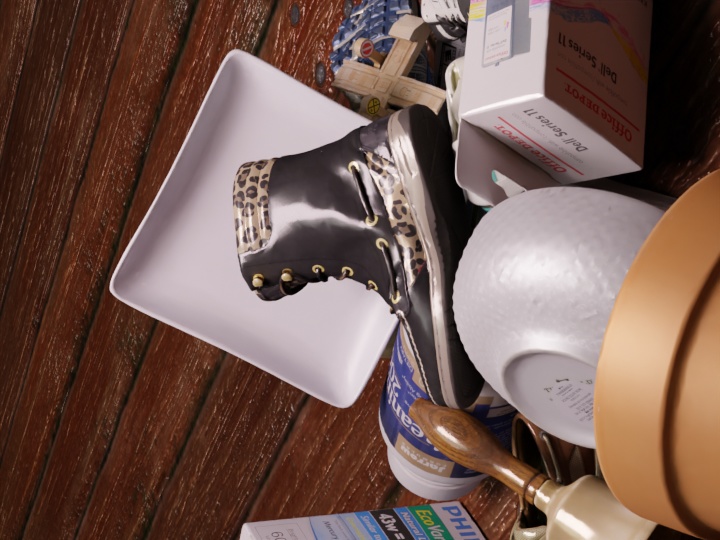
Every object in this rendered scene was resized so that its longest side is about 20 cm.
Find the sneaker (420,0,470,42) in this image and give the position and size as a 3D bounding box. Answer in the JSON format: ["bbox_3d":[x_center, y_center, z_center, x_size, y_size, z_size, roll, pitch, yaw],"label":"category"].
[{"bbox_3d":[0.088,-0.190,1.101,0.088,0.076,0.200,-54,22,25],"label":"sneaker"}]

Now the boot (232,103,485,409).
[{"bbox_3d":[0.000,0.000,1.031,0.150,0.073,0.200,-10,96,28],"label":"boot"}]

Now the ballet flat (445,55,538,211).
[{"bbox_3d":[0.086,-0.113,1.052,0.200,0.069,0.069,-88,10,-60],"label":"ballet flat"}]

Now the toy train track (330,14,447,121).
[{"bbox_3d":[-0.007,-0.104,1.140,0.115,0.033,0.200,24,85,44],"label":"toy train track"}]

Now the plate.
[{"bbox_3d":[-0.049,-0.028,1.107,0.200,0.200,0.032,-62,8,8],"label":"plate"}]

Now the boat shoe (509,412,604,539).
[{"bbox_3d":[0.139,0.188,1.081,0.076,0.074,0.200,-16,79,63],"label":"boat shoe"}]

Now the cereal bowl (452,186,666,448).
[{"bbox_3d":[0.142,0.046,0.924,0.083,0.200,0.200,-58,8,-32],"label":"cereal bowl"}]

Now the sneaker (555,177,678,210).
[{"bbox_3d":[0.142,-0.007,1.042,0.200,0.074,0.116,25,114,51],"label":"sneaker"}]

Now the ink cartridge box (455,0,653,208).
[{"bbox_3d":[0.124,-0.131,0.959,0.067,0.117,0.200,-10,64,40],"label":"ink cartridge box"}]

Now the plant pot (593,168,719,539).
[{"bbox_3d":[0.233,0.056,0.775,0.140,0.200,0.200,20,112,44],"label":"plant pot"}]

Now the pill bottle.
[{"bbox_3d":[0.073,0.090,1.144,0.200,0.111,0.111,102,152,-54],"label":"pill bottle"}]

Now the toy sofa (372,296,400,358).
[{"bbox_3d":[-0.012,-0.033,1.217,0.098,0.083,0.200,-48,58,25],"label":"toy sofa"}]

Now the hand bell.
[{"bbox_3d":[0.112,0.139,1.014,0.200,0.104,0.104,32,125,28],"label":"hand bell"}]

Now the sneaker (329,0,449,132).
[{"bbox_3d":[0.028,-0.134,1.211,0.077,0.085,0.200,-16,58,32],"label":"sneaker"}]

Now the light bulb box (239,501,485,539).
[{"bbox_3d":[0.022,0.293,1.186,0.198,0.200,0.125,51,135,49],"label":"light bulb box"}]

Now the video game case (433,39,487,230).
[{"bbox_3d":[0.100,-0.077,1.188,0.182,0.022,0.200,35,123,57],"label":"video game case"}]
